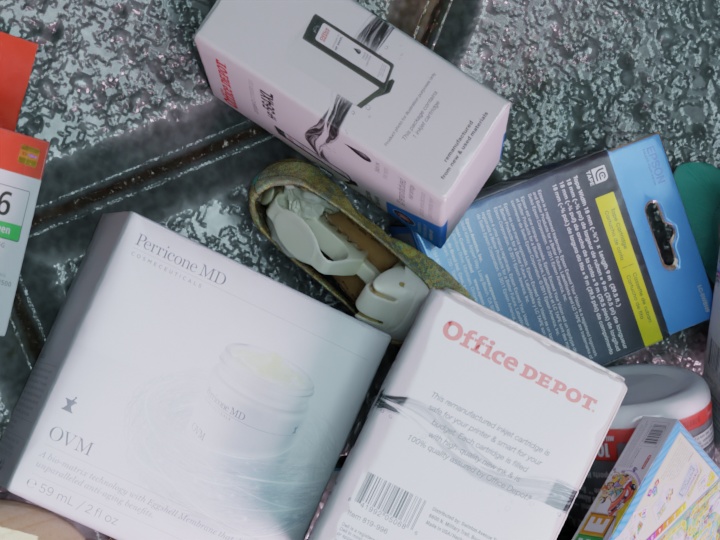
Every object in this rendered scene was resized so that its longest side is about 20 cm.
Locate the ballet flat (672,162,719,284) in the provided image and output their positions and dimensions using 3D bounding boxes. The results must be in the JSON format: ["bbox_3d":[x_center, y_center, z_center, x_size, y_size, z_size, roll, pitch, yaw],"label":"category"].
[{"bbox_3d":[0.298,0.003,1.685,0.067,0.070,0.201,-32,99,-27],"label":"ballet flat"}]

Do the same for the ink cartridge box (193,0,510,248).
[{"bbox_3d":[-0.005,-0.115,1.531,0.199,0.146,0.085,33,81,8],"label":"ink cartridge box"}]

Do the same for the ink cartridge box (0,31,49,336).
[{"bbox_3d":[-0.268,-0.066,1.514,0.108,0.050,0.202,16,86,-40],"label":"ink cartridge box"}]

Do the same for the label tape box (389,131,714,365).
[{"bbox_3d":[0.139,0.001,1.644,0.199,0.063,0.145,-21,95,-15],"label":"label tape box"}]

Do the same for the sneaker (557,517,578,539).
[{"bbox_3d":[0.140,0.215,1.565,0.075,0.079,0.202,-7,89,-46],"label":"sneaker"}]

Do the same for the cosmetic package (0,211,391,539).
[{"bbox_3d":[-0.117,0.091,1.541,0.198,0.123,0.201,25,82,-15],"label":"cosmetic package"}]

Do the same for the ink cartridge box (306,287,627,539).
[{"bbox_3d":[0.067,0.131,1.501,0.146,0.083,0.201,27,87,-1],"label":"ink cartridge box"}]

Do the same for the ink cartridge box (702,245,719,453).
[{"bbox_3d":[0.330,0.040,1.580,0.143,0.147,0.202,2,108,-9],"label":"ink cartridge box"}]

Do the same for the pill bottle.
[{"bbox_3d":[0.198,0.177,1.626,0.115,0.116,0.202,-10,104,-16],"label":"pill bottle"}]

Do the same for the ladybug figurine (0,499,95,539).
[{"bbox_3d":[-0.268,0.215,1.515,0.198,0.072,0.137,-16,107,-11],"label":"ladybug figurine"}]

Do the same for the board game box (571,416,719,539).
[{"bbox_3d":[0.188,0.217,1.519,0.135,0.034,0.201,47,64,-29],"label":"board game box"}]

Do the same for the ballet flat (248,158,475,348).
[{"bbox_3d":[0.000,0.000,1.571,0.200,0.071,0.071,42,79,10],"label":"ballet flat"}]

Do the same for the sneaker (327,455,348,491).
[{"bbox_3d":[0.056,0.173,1.598,0.199,0.072,0.073,21,79,-31],"label":"sneaker"}]
